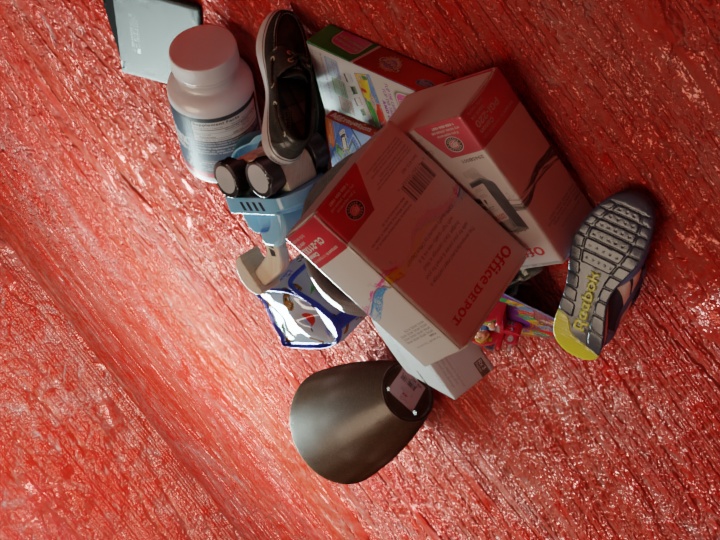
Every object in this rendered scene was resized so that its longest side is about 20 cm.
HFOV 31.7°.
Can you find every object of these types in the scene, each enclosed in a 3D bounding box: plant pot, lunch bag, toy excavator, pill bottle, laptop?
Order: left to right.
[{"bbox_3d":[-0.302,-0.376,1.804,0.198,0.117,0.188,16,151,4],"label":"laptop"},{"bbox_3d":[-0.197,-0.226,1.707,0.119,0.119,0.201,36,152,28],"label":"pill bottle"},{"bbox_3d":[-0.109,-0.060,1.580,0.194,0.100,0.201,4,118,48],"label":"toy excavator"},{"bbox_3d":[-0.026,0.019,1.712,0.124,0.170,0.200,59,156,-17],"label":"lunch bag"},{"bbox_3d":[0.019,0.211,1.938,0.187,0.187,0.200,51,142,-4],"label":"plant pot"}]

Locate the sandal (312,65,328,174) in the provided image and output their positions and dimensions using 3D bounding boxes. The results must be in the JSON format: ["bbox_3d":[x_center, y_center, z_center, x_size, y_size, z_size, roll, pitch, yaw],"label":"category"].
[{"bbox_3d":[-0.072,-0.176,1.573,0.075,0.045,0.202,-155,57,-69],"label":"sandal"}]

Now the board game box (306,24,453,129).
[{"bbox_3d":[0.032,-0.184,1.469,0.199,0.040,0.154,31,150,36],"label":"board game box"}]

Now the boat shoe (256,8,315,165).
[{"bbox_3d":[-0.080,-0.222,1.484,0.057,0.068,0.202,-32,55,54],"label":"boat shoe"}]

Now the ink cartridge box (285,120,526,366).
[{"bbox_3d":[0.048,-0.024,1.284,0.200,0.146,0.083,43,149,-8],"label":"ink cartridge box"}]

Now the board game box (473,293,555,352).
[{"bbox_3d":[0.150,0.064,1.506,0.199,0.039,0.158,25,164,-32],"label":"board game box"}]

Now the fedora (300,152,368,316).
[{"bbox_3d":[0.026,-0.032,1.455,0.090,0.177,0.201,29,-157,-49],"label":"fedora"}]

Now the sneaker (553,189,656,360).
[{"bbox_3d":[0.258,-0.004,1.309,0.074,0.082,0.201,34,131,22],"label":"sneaker"}]

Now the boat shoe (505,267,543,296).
[{"bbox_3d":[0.153,0.014,1.515,0.064,0.071,0.200,50,154,1],"label":"boat shoe"}]

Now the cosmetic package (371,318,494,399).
[{"bbox_3d":[0.092,0.096,1.683,0.102,0.074,0.200,55,172,-13],"label":"cosmetic package"}]

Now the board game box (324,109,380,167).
[{"bbox_3d":[0.013,-0.097,1.532,0.102,0.019,0.201,24,145,26],"label":"board game box"}]

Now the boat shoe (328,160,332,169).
[{"bbox_3d":[-0.006,-0.105,1.625,0.200,0.072,0.069,42,141,21],"label":"boat shoe"}]

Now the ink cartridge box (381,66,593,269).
[{"bbox_3d":[0.130,-0.097,1.329,0.145,0.085,0.200,-9,128,51],"label":"ink cartridge box"}]

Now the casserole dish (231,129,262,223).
[{"bbox_3d":[-0.111,-0.129,1.729,0.201,0.120,0.039,81,178,-52],"label":"casserole dish"}]
